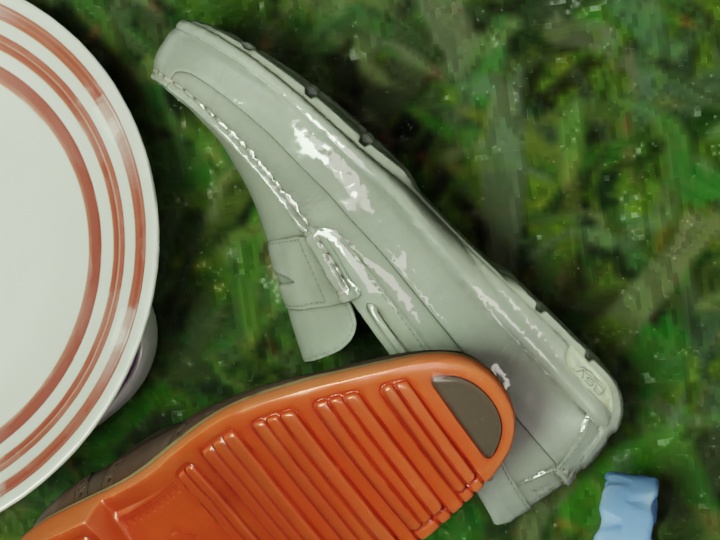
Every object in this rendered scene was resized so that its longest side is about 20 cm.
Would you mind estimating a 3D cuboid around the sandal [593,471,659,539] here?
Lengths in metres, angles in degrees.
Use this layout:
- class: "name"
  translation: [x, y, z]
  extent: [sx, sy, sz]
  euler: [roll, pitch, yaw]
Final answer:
- class: "sandal"
  translation: [0.057, 0.138, 0.840]
  extent: [0.199, 0.079, 0.087]
  euler: [-35, 88, 3]

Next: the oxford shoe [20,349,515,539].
- class: "oxford shoe"
  translation: [-0.035, 0.064, 0.821]
  extent: [0.199, 0.073, 0.071]
  euler: [-24, 112, 26]

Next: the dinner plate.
- class: "dinner plate"
  translation: [-0.163, -0.004, 0.853]
  extent: [0.198, 0.024, 0.202]
  euler: [-3, 76, 11]

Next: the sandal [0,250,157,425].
- class: "sandal"
  translation: [-0.158, 0.066, 0.871]
  extent: [0.082, 0.050, 0.203]
  euler: [45, 102, 1]

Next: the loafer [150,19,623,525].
- class: "loafer"
  translation: [0.000, 0.000, 0.829]
  extent: [0.200, 0.070, 0.070]
  euler: [45, 93, 0]
